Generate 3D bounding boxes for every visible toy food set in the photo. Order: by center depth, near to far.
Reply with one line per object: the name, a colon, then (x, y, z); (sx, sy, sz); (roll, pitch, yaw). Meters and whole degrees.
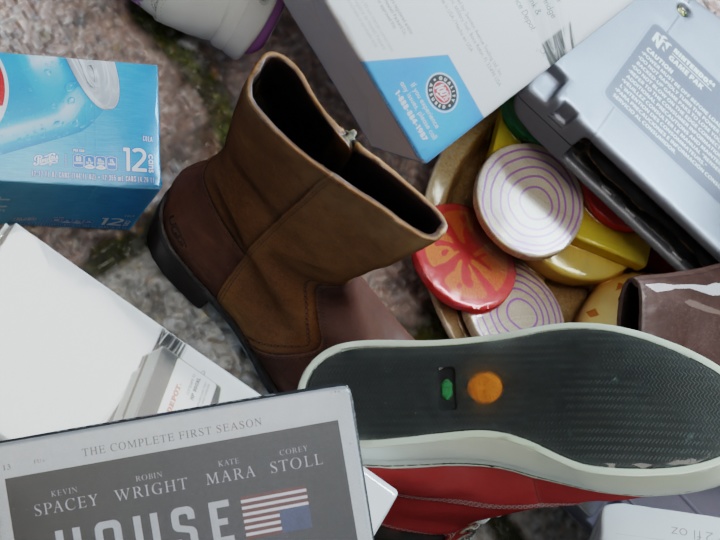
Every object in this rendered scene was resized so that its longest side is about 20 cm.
toy food set: (0.119, -0.008, 1.023); (0.196, 0.049, 0.202); (21, 69, -14)

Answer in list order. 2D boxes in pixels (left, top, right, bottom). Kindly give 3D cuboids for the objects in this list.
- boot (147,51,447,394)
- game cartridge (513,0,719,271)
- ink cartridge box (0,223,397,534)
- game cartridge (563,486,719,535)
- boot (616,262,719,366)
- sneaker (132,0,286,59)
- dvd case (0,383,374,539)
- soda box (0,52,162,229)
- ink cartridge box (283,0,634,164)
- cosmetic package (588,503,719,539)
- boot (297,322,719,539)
boot: (0.000, 0.000, 0.891); (0.188, 0.200, 0.068); (48, 64, -2)
game cartridge: (0.182, -0.061, 1.019); (0.200, 0.042, 0.133); (43, 48, -4)
ink cartridge box: (-0.104, 0.083, 0.858); (0.199, 0.145, 0.085); (36, 67, -7)
game cartridge: (0.199, 0.127, 0.988); (0.200, 0.038, 0.130); (46, 71, -19)
boot: (0.200, 0.004, 0.924); (0.165, 0.072, 0.202); (1, 96, -26)
sneaker: (-0.061, -0.213, 0.988); (0.099, 0.075, 0.202); (19, 81, -9)
dvd case: (-0.061, 0.155, 0.770); (0.149, 0.025, 0.202); (-9, 88, -14)
soda box: (-0.195, -0.062, 0.909); (0.198, 0.068, 0.065); (2, 74, -20)
ink cartridge box: (0.066, -0.160, 0.969); (0.199, 0.067, 0.116); (-38, 111, -13)
cosmetic package: (0.143, 0.210, 0.863); (0.101, 0.074, 0.201); (8, 50, -2)
boot: (0.077, 0.089, 0.897); (0.198, 0.145, 0.073); (1, 59, 9)
